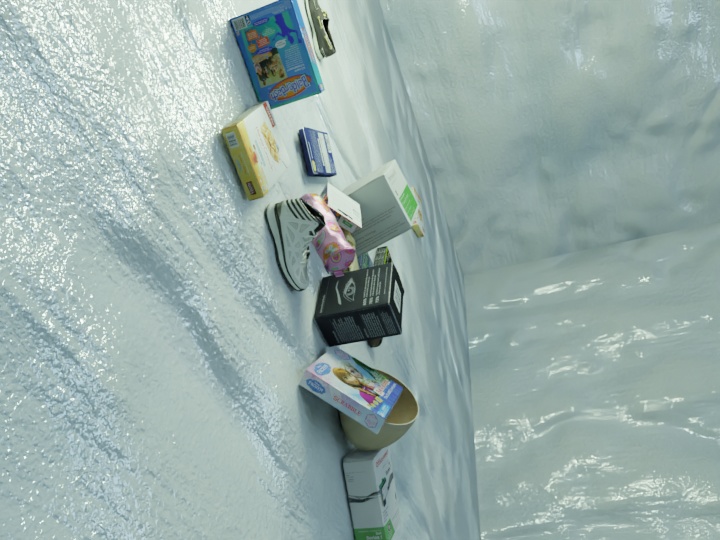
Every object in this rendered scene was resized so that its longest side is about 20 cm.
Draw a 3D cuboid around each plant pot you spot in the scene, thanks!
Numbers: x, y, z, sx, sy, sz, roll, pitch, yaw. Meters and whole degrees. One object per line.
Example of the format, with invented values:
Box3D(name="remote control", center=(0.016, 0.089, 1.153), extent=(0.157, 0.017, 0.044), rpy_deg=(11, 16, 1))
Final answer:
Box3D(name="plant pot", center=(0.026, 0.351, 1.399), extent=(0.137, 0.196, 0.201), rpy_deg=(-66, 176, 22))

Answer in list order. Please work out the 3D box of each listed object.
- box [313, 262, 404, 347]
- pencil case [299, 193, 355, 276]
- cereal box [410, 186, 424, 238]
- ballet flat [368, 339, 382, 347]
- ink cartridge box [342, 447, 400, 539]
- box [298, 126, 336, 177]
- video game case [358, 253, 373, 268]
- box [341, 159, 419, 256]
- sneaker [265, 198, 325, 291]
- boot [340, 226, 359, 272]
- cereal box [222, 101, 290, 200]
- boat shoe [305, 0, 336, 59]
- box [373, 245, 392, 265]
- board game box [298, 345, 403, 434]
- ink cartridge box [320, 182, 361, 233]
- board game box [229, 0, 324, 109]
Box3D(name="box", center=(0.000, 0.083, 1.408), extent=(0.150, 0.195, 0.106), rpy_deg=(-80, 152, -48))
Box3D(name="pencil case", center=(-0.084, -0.084, 1.324), extent=(0.202, 0.087, 0.088), rpy_deg=(58, 6, 30))
Box3D(name="cereal box", center=(0.269, -0.278, 2.790), extent=(0.144, 0.038, 0.206), rpy_deg=(45, 37, -61))
Box3D(name="ballet flat", center=(0.024, 0.149, 1.703), extent=(0.068, 0.045, 0.203), rpy_deg=(-79, 153, -52))
Box3D(name="ink cartridge box", center=(0.029, 0.536, 1.407), extent=(0.146, 0.082, 0.206), rpy_deg=(-7, 87, -73))
Box3D(name="box", center=(-0.118, -0.316, 1.562), extent=(0.200, 0.032, 0.125), rpy_deg=(-27, 105, -74))
Box3D(name="video game case", center=(0.000, 0.000, 1.762), extent=(0.184, 0.023, 0.204), rpy_deg=(63, 23, -44))
Box3D(name="box", center=(0.045, -0.185, 1.691), extent=(0.174, 0.197, 0.200), rpy_deg=(58, 23, -13))
Box3D(name="sneaker", center=(-0.122, -0.057, 1.245), extent=(0.076, 0.112, 0.206), rpy_deg=(-60, 136, -65))
Box3D(name="boot", center=(-0.049, -0.026, 1.535), extent=(0.200, 0.071, 0.160), rpy_deg=(48, 32, -69))
Box3D(name="cereal box", center=(-0.208, -0.251, 1.190), extent=(0.201, 0.038, 0.147), rpy_deg=(-71, 146, -59))
Box3D(name="boat shoe", center=(-0.122, -0.763, 1.791), extent=(0.072, 0.059, 0.207), rpy_deg=(-27, 105, -72))
Box3D(name="box", center=(0.091, 0.053, 1.991), extent=(0.202, 0.046, 0.196), rpy_deg=(-76, 148, -53))
Box3D(name="board game box", center=(-0.014, 0.258, 1.291), extent=(0.042, 0.196, 0.200), rpy_deg=(-63, 170, 14))
Box3D(name="ink cartridge box", center=(-0.053, -0.151, 1.482), extent=(0.108, 0.051, 0.201), rpy_deg=(32, 19, -15))
Box3D(name="board game box", center=(-0.179, -0.468, 1.264), extent=(0.045, 0.148, 0.205), rpy_deg=(-67, 143, -62))
